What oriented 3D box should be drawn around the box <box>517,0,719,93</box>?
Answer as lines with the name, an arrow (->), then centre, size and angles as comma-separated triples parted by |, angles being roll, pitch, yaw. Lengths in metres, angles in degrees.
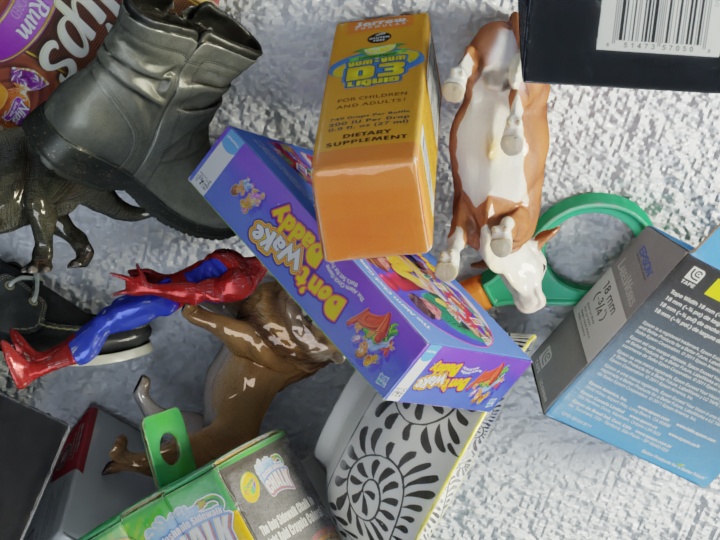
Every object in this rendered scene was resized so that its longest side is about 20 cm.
box -> 0.165, -0.194, 1.276 | 0.147, 0.200, 0.108 | 3, 123, 0

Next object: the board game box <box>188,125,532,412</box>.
board game box -> 0.000, 0.000, 1.388 | 0.045, 0.200, 0.134 | -51, 152, 16

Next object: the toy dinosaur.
toy dinosaur -> -0.214, -0.049, 1.400 | 0.199, 0.077, 0.103 | -5, 93, -11

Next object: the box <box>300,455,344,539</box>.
box -> -0.043, 0.254, 1.578 | 0.124, 0.097, 0.201 | -37, 84, 39

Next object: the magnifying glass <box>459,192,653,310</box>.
magnifying glass -> 0.105, 0.006, 1.519 | 0.199, 0.022, 0.080 | -21, 120, 17

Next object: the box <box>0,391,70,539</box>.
box -> -0.320, 0.120, 1.501 | 0.196, 0.118, 0.200 | 27, 164, -14

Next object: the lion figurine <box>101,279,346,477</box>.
lion figurine -> -0.084, 0.080, 1.531 | 0.122, 0.073, 0.201 | 27, 106, -9

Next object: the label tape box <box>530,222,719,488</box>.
label tape box -> 0.231, 0.038, 1.497 | 0.144, 0.063, 0.200 | 25, 122, -24

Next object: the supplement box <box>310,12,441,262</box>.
supplement box -> 0.011, -0.084, 1.357 | 0.066, 0.200, 0.069 | -6, 119, 7

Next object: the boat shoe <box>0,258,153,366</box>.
boat shoe -> -0.237, 0.028, 1.525 | 0.199, 0.072, 0.068 | 7, 98, -8

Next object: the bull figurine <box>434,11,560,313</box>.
bull figurine -> 0.086, -0.059, 1.416 | 0.065, 0.121, 0.201 | 2, 111, 14

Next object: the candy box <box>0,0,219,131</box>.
candy box -> -0.193, -0.150, 1.411 | 0.117, 0.057, 0.200 | 39, 119, -23

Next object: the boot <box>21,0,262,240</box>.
boot -> -0.101, -0.096, 1.397 | 0.131, 0.068, 0.200 | -44, 143, 20

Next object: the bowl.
bowl -> 0.030, 0.109, 1.503 | 0.094, 0.201, 0.201 | 29, 122, 8

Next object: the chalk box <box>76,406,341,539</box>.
chalk box -> -0.094, 0.186, 1.454 | 0.123, 0.124, 0.201 | -31, 85, 20

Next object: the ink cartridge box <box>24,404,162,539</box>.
ink cartridge box -> -0.217, 0.220, 1.601 | 0.083, 0.146, 0.200 | 30, 120, -16

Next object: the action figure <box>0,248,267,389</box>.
action figure -> -0.135, 0.018, 1.461 | 0.199, 0.065, 0.052 | -20, 94, 2
